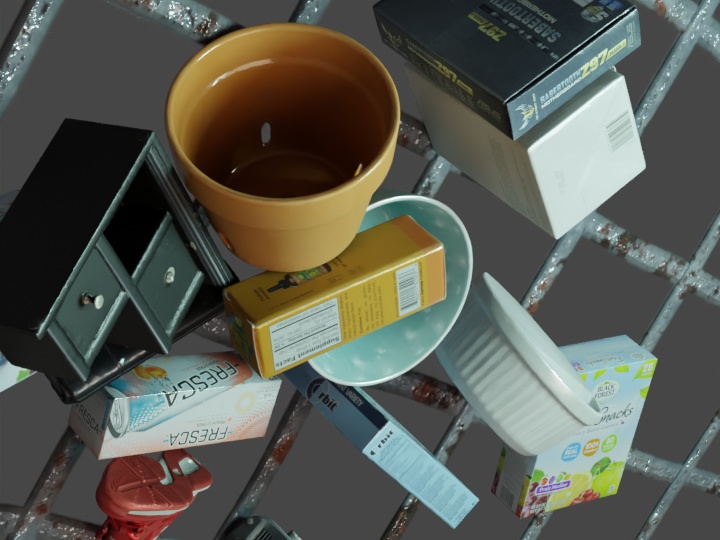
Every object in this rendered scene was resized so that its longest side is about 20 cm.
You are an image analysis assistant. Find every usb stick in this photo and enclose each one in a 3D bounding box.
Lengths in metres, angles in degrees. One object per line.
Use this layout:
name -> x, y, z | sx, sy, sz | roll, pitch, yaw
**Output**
usb stick -> -0.197, 0.052, 1.381 | 0.199, 0.056, 0.033 | -33, 165, -25

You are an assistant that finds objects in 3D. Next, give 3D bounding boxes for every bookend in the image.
bookend -> -0.213, 0.019, 1.245 | 0.201, 0.091, 0.200 | -64, 150, -30

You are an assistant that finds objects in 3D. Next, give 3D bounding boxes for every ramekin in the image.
ramekin -> 0.162, 0.108, 1.631 | 0.094, 0.203, 0.202 | -41, 137, 8

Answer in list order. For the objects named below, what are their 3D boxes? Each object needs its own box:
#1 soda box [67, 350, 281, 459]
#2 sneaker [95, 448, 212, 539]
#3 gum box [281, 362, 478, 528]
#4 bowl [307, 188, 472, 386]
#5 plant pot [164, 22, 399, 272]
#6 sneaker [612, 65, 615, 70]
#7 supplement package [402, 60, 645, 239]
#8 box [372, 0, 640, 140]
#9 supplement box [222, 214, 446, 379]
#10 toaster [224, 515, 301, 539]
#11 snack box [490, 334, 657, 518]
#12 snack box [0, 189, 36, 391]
soda box -> -0.174, 0.125, 1.444 | 0.198, 0.063, 0.069 | -4, 120, -43
sneaker -> -0.214, 0.237, 1.442 | 0.116, 0.078, 0.200 | -53, 164, 9
gum box -> 0.016, 0.165, 1.559 | 0.045, 0.170, 0.200 | -47, 137, -3
bowl -> 0.000, 0.000, 1.477 | 0.199, 0.105, 0.203 | -17, 123, -27
plant pot -> -0.065, -0.093, 1.318 | 0.199, 0.200, 0.141 | -30, 149, -20
sneaker -> 0.227, -0.218, 1.560 | 0.089, 0.075, 0.202 | -15, 132, -42
supplement package -> 0.154, -0.148, 1.443 | 0.119, 0.200, 0.122 | -38, 135, -12
box -> 0.130, -0.222, 1.375 | 0.157, 0.200, 0.051 | -36, 140, -13
supplement box -> -0.022, 0.021, 1.361 | 0.198, 0.067, 0.070 | -21, 129, -23
toaster -> -0.117, 0.371, 1.626 | 0.200, 0.113, 0.129 | -48, 139, -5
snack box -> 0.260, 0.189, 1.852 | 0.167, 0.068, 0.202 | -8, 120, -35
snack box -> -0.316, 0.033, 1.208 | 0.200, 0.052, 0.144 | -31, 126, -55
